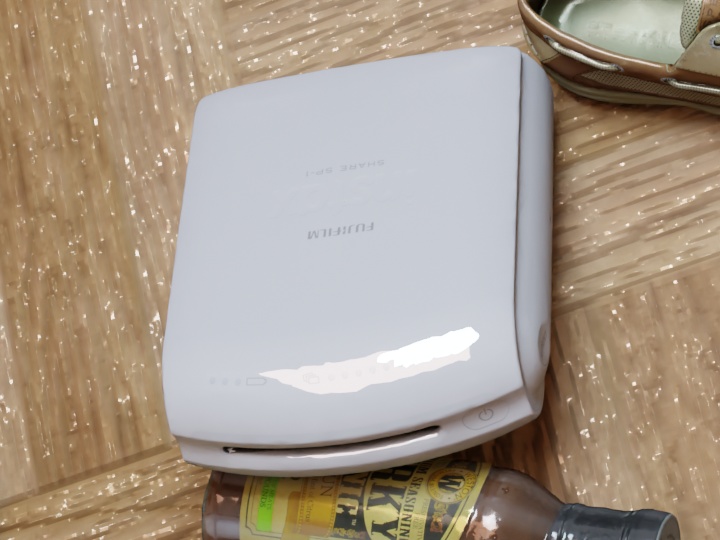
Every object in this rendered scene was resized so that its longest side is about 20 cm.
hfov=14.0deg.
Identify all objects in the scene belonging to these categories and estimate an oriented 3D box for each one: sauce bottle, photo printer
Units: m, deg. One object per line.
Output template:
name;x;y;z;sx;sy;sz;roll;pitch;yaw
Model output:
sauce bottle;0.034;0.109;1.222;0.199;0.065;0.065;4;69;21
photo printer;0.000;0.000;1.242;0.166;0.070;0.201;-8;46;14

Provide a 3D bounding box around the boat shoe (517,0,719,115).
boat shoe;0.158;-0.102;1.251;0.199;0.074;0.076;2;77;25
